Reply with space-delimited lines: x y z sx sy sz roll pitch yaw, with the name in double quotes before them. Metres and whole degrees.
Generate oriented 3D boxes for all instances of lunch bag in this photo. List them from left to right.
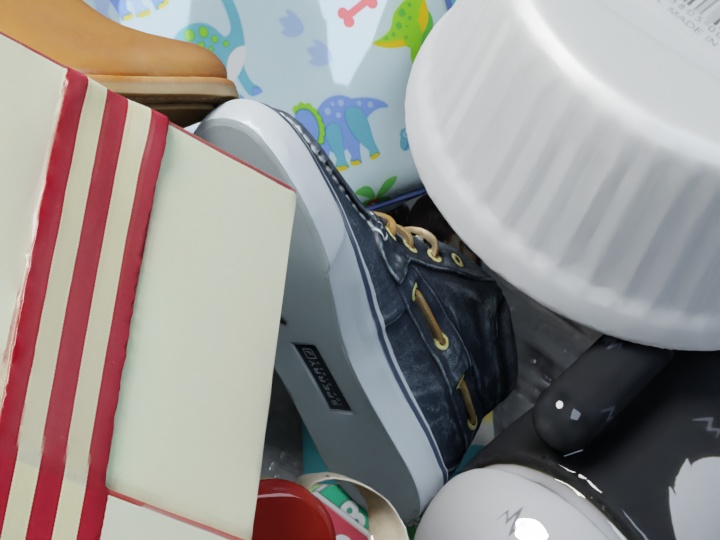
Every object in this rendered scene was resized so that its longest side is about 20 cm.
"lunch bag" -0.052 -0.088 0.782 0.199 0.082 0.162 -21 97 -27

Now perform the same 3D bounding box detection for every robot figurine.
"robot figurine" 0.111 0.106 0.752 0.199 0.125 0.151 -34 90 -34

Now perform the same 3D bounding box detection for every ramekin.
"ramekin" 0.125 -0.076 0.730 0.199 0.098 0.202 10 49 -12

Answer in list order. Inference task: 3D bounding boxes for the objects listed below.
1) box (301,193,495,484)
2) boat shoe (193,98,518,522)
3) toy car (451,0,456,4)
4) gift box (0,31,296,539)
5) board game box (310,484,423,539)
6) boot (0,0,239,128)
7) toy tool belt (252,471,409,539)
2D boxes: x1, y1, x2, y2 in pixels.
"box" 0.017 0.062 0.851 0.082 0.049 0.202 6 70 -26
"boat shoe" 0.000 0.000 0.740 0.091 0.070 0.201 -48 128 -35
"toy car" 0.150 -0.204 0.960 0.199 0.177 0.186 18 52 -35
"gift box" -0.141 0.053 0.600 0.184 0.199 0.188 24 58 -31
"board game box" 0.049 0.143 0.796 0.198 0.030 0.096 4 71 -29
"boot" -0.143 -0.126 0.676 0.198 0.077 0.157 1 75 -18
"toy tool belt" -0.035 0.167 0.671 0.124 0.123 0.202 -11 97 -16
